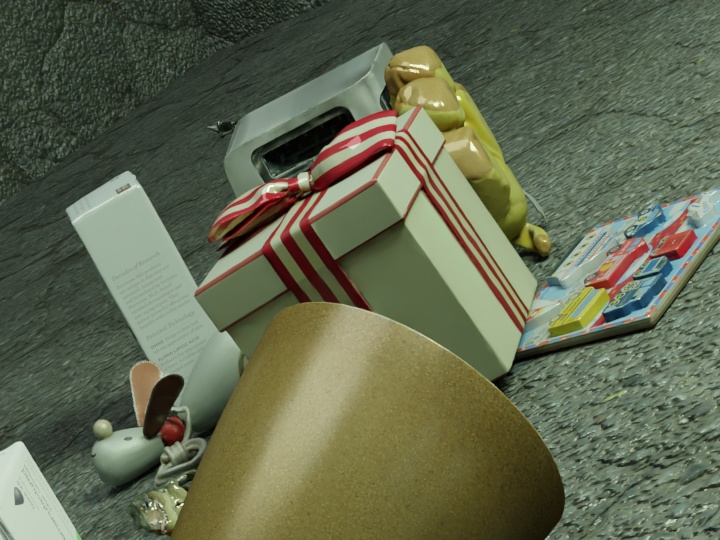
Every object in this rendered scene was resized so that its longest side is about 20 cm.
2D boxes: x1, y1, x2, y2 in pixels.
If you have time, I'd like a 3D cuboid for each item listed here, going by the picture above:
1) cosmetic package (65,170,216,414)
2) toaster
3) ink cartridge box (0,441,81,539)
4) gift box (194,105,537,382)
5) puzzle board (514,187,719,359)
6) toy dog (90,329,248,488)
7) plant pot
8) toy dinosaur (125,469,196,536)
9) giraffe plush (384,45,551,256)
[{"bbox_3d":[-0.178,0.021,1.573,0.074,0.201,0.102,-31,13,-6],"label":"cosmetic package"},{"bbox_3d":[-0.020,-0.084,1.658,0.199,0.182,0.119,-25,16,14],"label":"toaster"},{"bbox_3d":[-0.221,0.216,1.098,0.084,0.146,0.200,-26,15,7],"label":"ink cartridge box"},{"bbox_3d":[0.000,0.000,1.290,0.184,0.187,0.200,-32,13,18],"label":"gift box"},{"bbox_3d":[0.185,-0.002,1.303,0.150,0.017,0.200,-17,19,41],"label":"puzzle board"},{"bbox_3d":[-0.139,0.087,1.482,0.200,0.097,0.132,-38,16,-30],"label":"toy dog"},{"bbox_3d":[-0.024,0.151,0.912,0.186,0.187,0.200,-11,36,52],"label":"plant pot"},{"bbox_3d":[-0.099,0.156,1.173,0.087,0.048,0.200,-14,-16,-2],"label":"toy dinosaur"},{"bbox_3d":[0.043,-0.054,1.467,0.162,0.200,0.173,-32,38,11],"label":"giraffe plush"}]
